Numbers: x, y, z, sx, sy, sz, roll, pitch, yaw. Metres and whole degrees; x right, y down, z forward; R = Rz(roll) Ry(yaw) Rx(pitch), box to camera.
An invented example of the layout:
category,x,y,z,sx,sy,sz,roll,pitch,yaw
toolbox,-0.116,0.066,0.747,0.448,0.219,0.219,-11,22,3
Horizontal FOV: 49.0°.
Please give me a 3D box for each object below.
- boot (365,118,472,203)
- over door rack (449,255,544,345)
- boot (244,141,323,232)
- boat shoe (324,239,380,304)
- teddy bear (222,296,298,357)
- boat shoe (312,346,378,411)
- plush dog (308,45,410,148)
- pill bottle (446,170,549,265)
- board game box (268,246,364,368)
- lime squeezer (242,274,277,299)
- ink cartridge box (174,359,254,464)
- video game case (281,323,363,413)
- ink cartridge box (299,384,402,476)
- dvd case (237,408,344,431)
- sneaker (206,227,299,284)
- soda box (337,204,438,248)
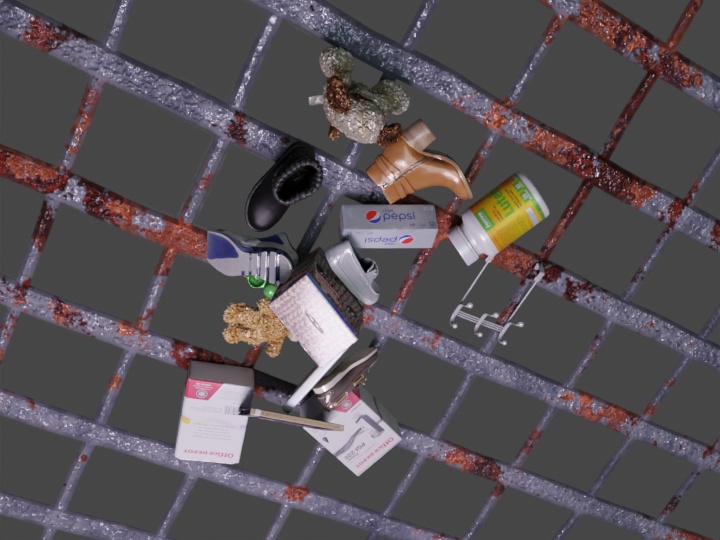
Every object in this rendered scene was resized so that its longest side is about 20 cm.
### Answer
category,x,y,z,sx,sy,sz,roll,pitch,yaw
boot,0.119,-0.183,1.584,0.154,0.074,0.200,-41,103,8
over door rack,0.301,0.061,1.728,0.145,0.067,0.203,19,110,-19
boot,-0.151,-0.144,1.502,0.079,0.158,0.213,28,107,-21
boat shoe,0.000,0.000,1.618,0.068,0.073,0.200,-28,135,14
teddy bear,-0.195,0.118,1.665,0.196,0.067,0.147,17,112,-17
boat shoe,-0.023,0.228,1.692,0.071,0.199,0.060,-17,101,42
plush dog,-0.009,-0.294,1.451,0.198,0.172,0.162,28,108,-21
pill bottle,0.279,-0.102,1.624,0.199,0.111,0.112,-36,115,7
board game box,-0.081,0.067,1.561,0.096,0.200,0.160,-36,102,14
lime squeezer,-0.201,0.027,1.608,0.199,0.071,0.038,36,86,19
ink cartridge box,-0.319,0.309,1.720,0.144,0.086,0.204,10,114,-15
video game case,-0.077,0.199,1.664,0.023,0.182,0.200,42,103,0
ink cartridge box,-0.021,0.347,1.792,0.145,0.085,0.200,-40,116,10
dvd case,-0.147,0.309,1.635,0.196,0.148,0.016,13,76,-16
sneaker,-0.205,-0.034,1.589,0.196,0.115,0.082,16,112,15
soda box,0.055,-0.089,1.605,0.195,0.065,0.069,-1,147,-10
